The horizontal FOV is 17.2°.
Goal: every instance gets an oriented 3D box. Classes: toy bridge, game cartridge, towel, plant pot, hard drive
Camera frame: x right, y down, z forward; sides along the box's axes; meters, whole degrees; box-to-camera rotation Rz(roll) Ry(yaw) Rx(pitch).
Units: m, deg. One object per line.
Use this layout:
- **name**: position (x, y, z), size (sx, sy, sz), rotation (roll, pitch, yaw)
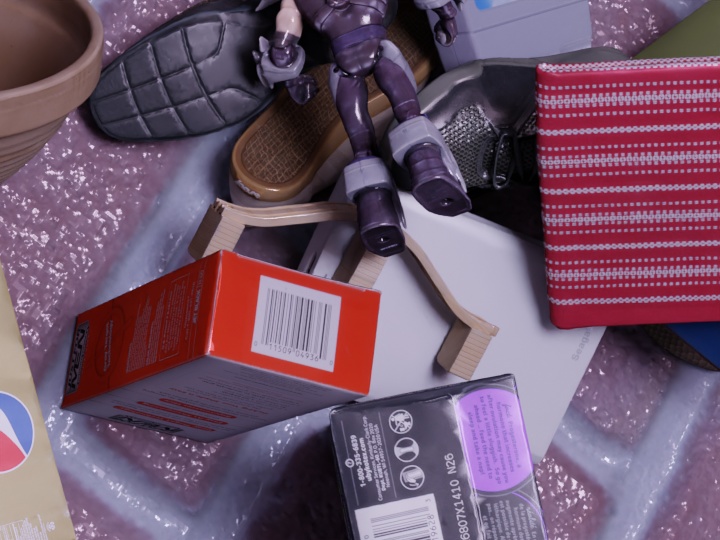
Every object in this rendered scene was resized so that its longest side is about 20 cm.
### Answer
- **toy bridge**: position (0.000, 0.000, 1.406), size (0.199, 0.027, 0.068), rotation (24, 99, -24)
- **game cartridge**: position (0.084, -0.215, 1.475), size (0.133, 0.040, 0.201), rotation (-20, 106, -43)
- **towel**: position (0.177, -0.043, 1.393), size (0.144, 0.201, 0.023), rotation (-3, 41, 6)
- **plant pot**: position (-0.241, -0.096, 1.295), size (0.200, 0.201, 0.093), rotation (-14, 126, -31)
- **hard drive**: position (0.052, 0.030, 1.465), size (0.199, 0.026, 0.133), rotation (21, 101, -24)

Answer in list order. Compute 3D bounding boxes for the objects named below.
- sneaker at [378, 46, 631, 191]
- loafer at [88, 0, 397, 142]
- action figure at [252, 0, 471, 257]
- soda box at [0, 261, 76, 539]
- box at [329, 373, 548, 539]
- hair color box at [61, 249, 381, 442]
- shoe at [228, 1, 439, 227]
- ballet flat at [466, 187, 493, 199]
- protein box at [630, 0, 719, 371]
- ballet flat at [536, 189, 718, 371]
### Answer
- **sneaker**: position (0.112, -0.074, 1.424), size (0.198, 0.114, 0.077), rotation (-11, 129, -32)
- **loafer**: position (-0.075, -0.135, 1.440), size (0.199, 0.072, 0.073), rotation (-23, 110, -13)
- **action figure**: position (0.003, -0.116, 1.368), size (0.069, 0.130, 0.201), rotation (24, 47, -60)
- **soda box**: position (-0.221, 0.065, 1.309), size (0.064, 0.068, 0.201), rotation (-13, 86, -32)
- **box**: position (0.043, 0.132, 1.359), size (0.105, 0.200, 0.123), rotation (-11, 83, -1)
- **hair color box**: position (-0.080, 0.045, 1.317), size (0.101, 0.200, 0.062), rotation (16, 71, -26)
- **shoe**: position (-0.017, -0.099, 1.479), size (0.070, 0.054, 0.200), rotation (34, 55, 17)
- **ballet flat**: position (0.071, -0.077, 1.509), size (0.200, 0.068, 0.068), rotation (-38, 97, -31)
- **protein box**: position (0.269, -0.077, 1.506), size (0.135, 0.198, 0.201), rotation (37, 37, -23)
- **ballet flat**: position (0.195, -0.009, 1.578), size (0.200, 0.046, 0.067), rotation (47, 61, -13)
